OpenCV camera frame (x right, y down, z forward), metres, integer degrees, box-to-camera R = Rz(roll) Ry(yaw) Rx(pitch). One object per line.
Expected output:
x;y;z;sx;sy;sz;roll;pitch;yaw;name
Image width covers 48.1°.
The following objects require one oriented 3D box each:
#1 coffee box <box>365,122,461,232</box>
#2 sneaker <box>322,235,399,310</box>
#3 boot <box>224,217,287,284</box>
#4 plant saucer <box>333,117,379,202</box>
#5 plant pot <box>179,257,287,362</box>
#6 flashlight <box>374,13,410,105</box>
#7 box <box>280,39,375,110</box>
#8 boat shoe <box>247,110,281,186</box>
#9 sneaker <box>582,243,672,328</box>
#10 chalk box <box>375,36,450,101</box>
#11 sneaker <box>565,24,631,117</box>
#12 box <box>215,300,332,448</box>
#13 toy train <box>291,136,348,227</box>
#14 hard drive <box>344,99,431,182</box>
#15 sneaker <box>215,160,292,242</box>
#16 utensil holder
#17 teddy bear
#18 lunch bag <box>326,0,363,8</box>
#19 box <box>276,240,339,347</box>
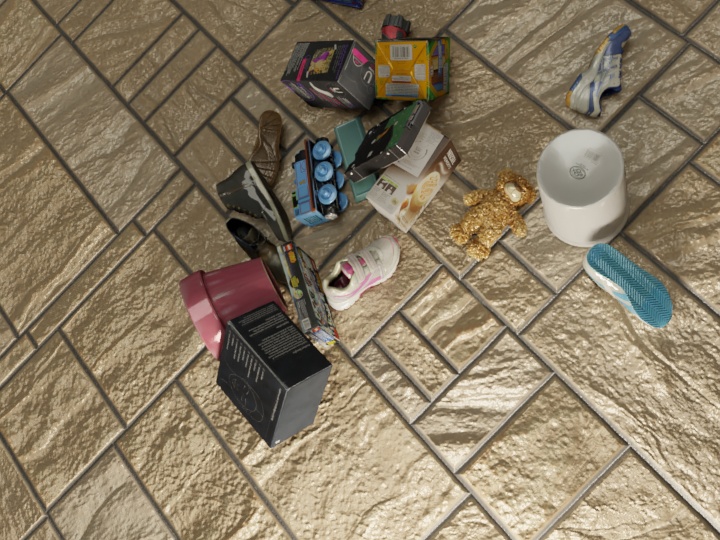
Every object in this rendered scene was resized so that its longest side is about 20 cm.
0.114;-0.196;1.707;0.079;0.114;0.201;36;89;25;coffee box
0.000;0.000;1.700;0.200;0.088;0.081;-44;65;2;sneaker
-0.224;-0.044;1.788;0.200;0.097;0.075;39;89;25;boot
-0.008;-0.254;1.821;0.069;0.019;0.202;-21;67;12;plant saucer
-0.261;0.069;1.720;0.178;0.200;0.201;-27;66;-2;plant pot
0.060;-0.480;1.845;0.067;0.068;0.202;14;83;18;flashlight
-0.062;-0.437;1.808;0.199;0.122;0.107;15;78;44;box
-0.220;-0.269;1.884;0.073;0.063;0.202;14;80;-4;boat shoe
0.505;0.027;1.524;0.077;0.081;0.200;-44;84;0;sneaker
0.123;-0.442;1.757;0.124;0.200;0.125;7;109;23;chalk box
0.509;-0.406;1.664;0.088;0.075;0.201;34;94;14;sneaker
-0.178;0.209;1.626;0.123;0.201;0.197;-23;57;-37;box
-0.098;-0.199;1.801;0.113;0.087;0.202;-16;69;20;toy train
0.057;-0.272;1.711;0.199;0.038;0.141;-22;36;54;hard drive
-0.238;-0.135;1.821;0.106;0.075;0.201;-31;84;9;sneaker
0.423;-0.155;1.537;0.168;0.200;0.172;-6;72;18;utensil holder
0.271;-0.116;1.652;0.199;0.067;0.146;-32;68;8;teddy bear
-0.067;-0.735;1.964;0.199;0.094;0.152;18;81;36;lunch bag
-0.108;0.051;1.696;0.040;0.137;0.202;-23;68;9;box
